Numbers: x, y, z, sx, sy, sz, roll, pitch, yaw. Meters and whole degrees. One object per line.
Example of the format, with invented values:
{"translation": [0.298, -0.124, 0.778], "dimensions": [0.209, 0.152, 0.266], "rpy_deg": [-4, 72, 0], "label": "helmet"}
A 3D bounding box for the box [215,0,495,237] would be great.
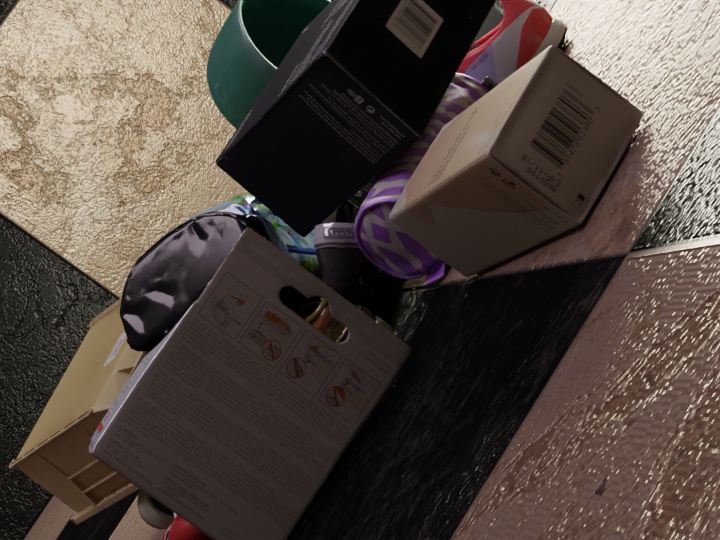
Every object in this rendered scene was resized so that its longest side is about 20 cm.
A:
{"translation": [-0.002, -0.161, 1.331], "dimensions": [0.182, 0.104, 0.201], "rpy_deg": [-36, 19, 48], "label": "box"}

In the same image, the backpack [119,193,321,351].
{"translation": [-0.102, 0.001, 1.406], "dimensions": [0.162, 0.199, 0.155], "rpy_deg": [-30, 64, 26], "label": "backpack"}

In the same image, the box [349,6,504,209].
{"translation": [0.059, -0.169, 1.596], "dimensions": [0.200, 0.104, 0.149], "rpy_deg": [-47, 11, 38], "label": "box"}

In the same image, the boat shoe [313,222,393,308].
{"translation": [0.000, 0.000, 1.376], "dimensions": [0.200, 0.069, 0.067], "rpy_deg": [34, -124, -82], "label": "boat shoe"}

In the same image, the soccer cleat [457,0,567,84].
{"translation": [0.102, -0.161, 1.434], "dimensions": [0.200, 0.073, 0.068], "rpy_deg": [-51, 9, 25], "label": "soccer cleat"}

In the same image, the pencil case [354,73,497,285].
{"translation": [0.060, -0.080, 1.317], "dimensions": [0.084, 0.086, 0.201], "rpy_deg": [-27, 24, 40], "label": "pencil case"}

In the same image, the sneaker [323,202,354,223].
{"translation": [-0.046, -0.091, 1.699], "dimensions": [0.200, 0.078, 0.131], "rpy_deg": [-93, 10, -55], "label": "sneaker"}

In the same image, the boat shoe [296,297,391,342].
{"translation": [-0.034, 0.058, 1.365], "dimensions": [0.072, 0.068, 0.200], "rpy_deg": [-59, 9, -22], "label": "boat shoe"}

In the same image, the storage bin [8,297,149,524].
{"translation": [-0.221, 0.113, 1.535], "dimensions": [0.198, 0.094, 0.201], "rpy_deg": [-32, 25, 45], "label": "storage bin"}

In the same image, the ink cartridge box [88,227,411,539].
{"translation": [-0.083, 0.094, 1.181], "dimensions": [0.201, 0.161, 0.050], "rpy_deg": [-56, 11, -7], "label": "ink cartridge box"}

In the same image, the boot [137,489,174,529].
{"translation": [-0.178, 0.208, 1.594], "dimensions": [0.144, 0.072, 0.200], "rpy_deg": [-48, 4, 42], "label": "boot"}

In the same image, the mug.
{"translation": [-0.066, -0.194, 1.610], "dimensions": [0.115, 0.183, 0.153], "rpy_deg": [-51, 33, 40], "label": "mug"}

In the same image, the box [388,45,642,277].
{"translation": [0.100, -0.068, 1.079], "dimensions": [0.096, 0.077, 0.200], "rpy_deg": [-58, 9, -19], "label": "box"}

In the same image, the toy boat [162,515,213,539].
{"translation": [-0.131, 0.139, 1.297], "dimensions": [0.130, 0.129, 0.202], "rpy_deg": [138, 145, -57], "label": "toy boat"}

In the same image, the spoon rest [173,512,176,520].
{"translation": [-0.138, 0.185, 1.437], "dimensions": [0.098, 0.061, 0.200], "rpy_deg": [-23, 18, 9], "label": "spoon rest"}
